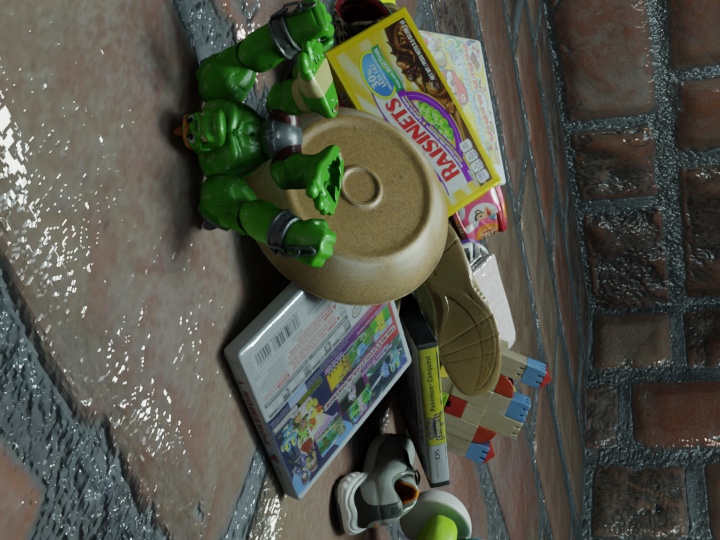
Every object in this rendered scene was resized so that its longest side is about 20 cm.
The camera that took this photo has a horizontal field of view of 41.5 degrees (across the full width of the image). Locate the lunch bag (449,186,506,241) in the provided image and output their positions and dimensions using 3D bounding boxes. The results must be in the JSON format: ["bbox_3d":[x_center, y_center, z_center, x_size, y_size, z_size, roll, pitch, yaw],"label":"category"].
[{"bbox_3d":[0.140,-0.147,1.388,0.176,0.081,0.202,-114,-177,-74],"label":"lunch bag"}]

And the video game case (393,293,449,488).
[{"bbox_3d":[0.061,0.119,1.103,0.200,0.025,0.182,-115,-164,-64],"label":"video game case"}]

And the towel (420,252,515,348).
[{"bbox_3d":[0.132,0.100,1.306,0.200,0.032,0.192,-43,135,-22],"label":"towel"}]

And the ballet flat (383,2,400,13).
[{"bbox_3d":[0.052,-0.217,1.126,0.063,0.068,0.202,-71,155,-65],"label":"ballet flat"}]

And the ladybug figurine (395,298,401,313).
[{"bbox_3d":[0.000,0.000,1.021,0.136,0.071,0.202,61,31,-53],"label":"ladybug figurine"}]

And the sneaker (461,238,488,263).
[{"bbox_3d":[0.134,0.013,1.386,0.201,0.080,0.084,103,-18,-55],"label":"sneaker"}]

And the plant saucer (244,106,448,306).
[{"bbox_3d":[-0.005,-0.068,0.856,0.035,0.198,0.202,133,-34,-60],"label":"plant saucer"}]

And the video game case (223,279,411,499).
[{"bbox_3d":[-0.031,0.080,0.885,0.200,0.023,0.183,-47,134,-36],"label":"video game case"}]

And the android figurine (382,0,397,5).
[{"bbox_3d":[0.018,-0.296,1.188,0.182,0.041,0.202,41,50,-64],"label":"android figurine"}]

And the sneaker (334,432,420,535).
[{"bbox_3d":[0.036,0.240,1.071,0.200,0.079,0.075,-35,117,-70],"label":"sneaker"}]

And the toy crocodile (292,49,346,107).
[{"bbox_3d":[-0.014,-0.126,0.955,0.067,0.062,0.202,-13,77,-48],"label":"toy crocodile"}]

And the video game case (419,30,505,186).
[{"bbox_3d":[0.117,-0.207,1.232,0.181,0.023,0.202,-8,86,-49],"label":"video game case"}]

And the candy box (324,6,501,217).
[{"bbox_3d":[0.051,-0.148,0.942,0.201,0.102,0.026,59,-14,-7],"label":"candy box"}]

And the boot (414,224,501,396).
[{"bbox_3d":[0.098,0.035,1.093,0.155,0.072,0.202,-135,-157,-83],"label":"boot"}]

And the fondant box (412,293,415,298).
[{"bbox_3d":[0.064,-0.079,1.247,0.201,0.058,0.145,62,30,-48],"label":"fondant box"}]

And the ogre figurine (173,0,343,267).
[{"bbox_3d":[-0.076,-0.104,0.749,0.098,0.119,0.202,-33,116,-64],"label":"ogre figurine"}]

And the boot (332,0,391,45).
[{"bbox_3d":[0.021,-0.182,0.995,0.155,0.073,0.204,84,-16,-44],"label":"boot"}]

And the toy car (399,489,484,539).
[{"bbox_3d":[0.093,0.362,1.052,0.175,0.149,0.201,-62,169,-56],"label":"toy car"}]

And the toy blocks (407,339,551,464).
[{"bbox_3d":[0.155,0.163,1.213,0.100,0.136,0.202,-64,175,-70],"label":"toy blocks"}]
